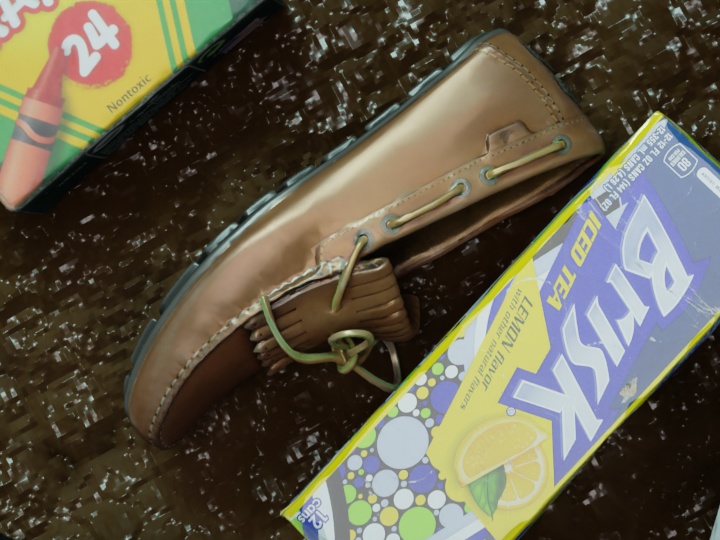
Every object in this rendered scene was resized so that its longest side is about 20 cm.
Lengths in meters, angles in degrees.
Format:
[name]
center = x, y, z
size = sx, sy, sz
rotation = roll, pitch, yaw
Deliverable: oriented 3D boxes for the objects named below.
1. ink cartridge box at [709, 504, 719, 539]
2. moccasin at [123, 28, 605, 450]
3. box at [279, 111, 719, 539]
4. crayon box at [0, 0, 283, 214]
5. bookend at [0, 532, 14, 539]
[ink cartridge box]
center = 0.160, 0.111, 1.034
size = 0.084, 0.146, 0.201
rotation = 17, 93, 7
[moccasin]
center = 0.000, 0.000, 1.091
size = 0.201, 0.074, 0.078
rotation = -37, 77, -4
[box]
center = 0.066, 0.038, 1.084
size = 0.070, 0.064, 0.200
rotation = 43, 95, 4
[crayon box]
center = -0.140, -0.137, 1.111
size = 0.127, 0.051, 0.200
rotation = -40, 86, 5
[bookend]
center = -0.108, 0.228, 1.091
size = 0.199, 0.092, 0.199
rotation = 27, 95, 4
